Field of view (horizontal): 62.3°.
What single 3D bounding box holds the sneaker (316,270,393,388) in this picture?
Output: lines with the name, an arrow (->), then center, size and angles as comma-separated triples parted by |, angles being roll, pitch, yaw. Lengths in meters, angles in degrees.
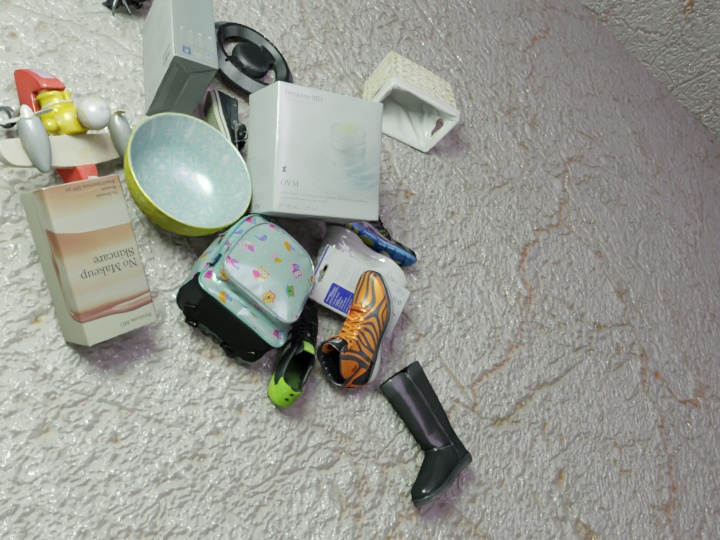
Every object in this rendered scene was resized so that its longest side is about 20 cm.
sneaker -> -0.010, 0.099, 0.986 | 0.112, 0.077, 0.202 | 3, 92, -50

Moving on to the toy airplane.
toy airplane -> -0.402, -0.182, 0.847 | 0.199, 0.141, 0.201 | 36, 31, -43

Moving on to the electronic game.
electronic game -> -0.221, -0.419, 1.193 | 0.199, 0.042, 0.201 | 26, 45, -29

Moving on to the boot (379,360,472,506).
boot -> 0.096, 0.276, 1.030 | 0.164, 0.065, 0.201 | -24, 85, -52

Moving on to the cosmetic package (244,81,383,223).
cosmetic package -> -0.076, -0.186, 0.991 | 0.198, 0.123, 0.202 | 1, 91, -33

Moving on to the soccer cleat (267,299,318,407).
soccer cleat -> -0.095, 0.123, 0.956 | 0.067, 0.081, 0.201 | 29, 49, -22

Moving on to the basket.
basket -> 0.112, -0.389, 1.379 | 0.199, 0.135, 0.124 | 19, 51, -29

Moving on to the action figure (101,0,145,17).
action figure -> -0.407, -0.536, 1.067 | 0.201, 0.118, 0.102 | -80, 152, -42

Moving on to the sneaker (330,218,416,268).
sneaker -> 0.035, -0.072, 1.178 | 0.199, 0.071, 0.083 | 32, 56, -16

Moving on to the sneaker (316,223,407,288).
sneaker -> 0.000, 0.000, 1.125 | 0.199, 0.075, 0.100 | 33, 72, -22

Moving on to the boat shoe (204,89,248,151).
boat shoe -> -0.232, -0.237, 1.062 | 0.062, 0.075, 0.201 | 0, 60, -31

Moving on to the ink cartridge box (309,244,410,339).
ink cartridge box -> -0.009, 0.038, 1.062 | 0.199, 0.039, 0.100 | 31, 82, -30

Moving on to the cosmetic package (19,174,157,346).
cosmetic package -> -0.351, -0.015, 0.777 | 0.103, 0.087, 0.202 | -25, 108, -43

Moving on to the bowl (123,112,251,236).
bowl -> -0.282, -0.132, 0.934 | 0.199, 0.107, 0.202 | 21, 54, -31

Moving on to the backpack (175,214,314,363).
backpack -> -0.161, 0.011, 0.923 | 0.176, 0.153, 0.201 | 40, 36, -18

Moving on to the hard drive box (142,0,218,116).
hard drive box -> -0.314, -0.384, 1.023 | 0.076, 0.156, 0.202 | 6, 63, -35
